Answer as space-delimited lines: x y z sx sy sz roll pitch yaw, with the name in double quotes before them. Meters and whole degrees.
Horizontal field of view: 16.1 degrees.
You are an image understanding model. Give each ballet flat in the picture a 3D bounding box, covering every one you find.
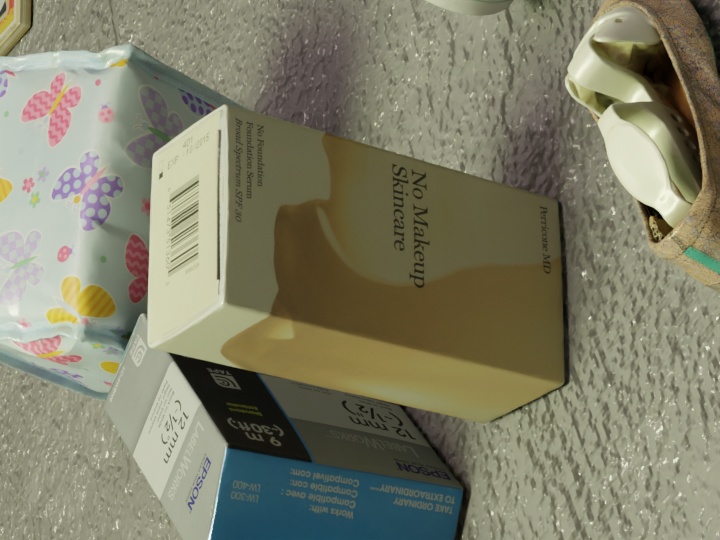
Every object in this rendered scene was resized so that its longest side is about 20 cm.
"ballet flat" 0.132 -0.075 1.164 0.068 0.067 0.201 -56 36 30

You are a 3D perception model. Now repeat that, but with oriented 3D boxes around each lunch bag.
"lunch bag" -0.122 -0.013 1.430 0.126 0.199 0.171 -2 74 36

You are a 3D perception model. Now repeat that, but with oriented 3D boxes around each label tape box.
"label tape box" -0.029 0.105 1.286 0.200 0.142 0.067 48 120 54

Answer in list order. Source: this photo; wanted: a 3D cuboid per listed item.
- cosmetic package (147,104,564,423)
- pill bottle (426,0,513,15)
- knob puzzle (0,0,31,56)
"cosmetic package" 0.000 0.000 1.225 0.071 0.199 0.106 -28 56 50
"pill bottle" 0.076 -0.237 1.272 0.201 0.112 0.113 -57 36 30
"knob puzzle" -0.308 -0.234 1.978 0.219 0.030 0.221 -29 55 52
